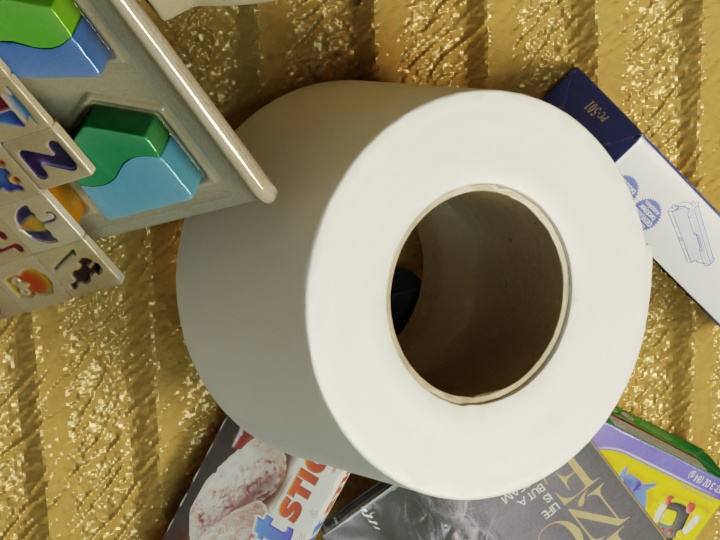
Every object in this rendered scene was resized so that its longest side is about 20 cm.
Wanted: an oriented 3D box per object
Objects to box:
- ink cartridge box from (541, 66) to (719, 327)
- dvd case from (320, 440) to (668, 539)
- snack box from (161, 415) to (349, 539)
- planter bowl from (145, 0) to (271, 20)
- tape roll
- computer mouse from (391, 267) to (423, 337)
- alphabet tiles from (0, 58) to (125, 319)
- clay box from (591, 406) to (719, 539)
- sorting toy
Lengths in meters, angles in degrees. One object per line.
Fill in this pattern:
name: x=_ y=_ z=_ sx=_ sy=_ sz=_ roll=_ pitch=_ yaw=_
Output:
ink cartridge box: x=0.176 y=-0.018 z=1.609 sx=0.044 sy=0.094 sz=0.200 roll=-44 pitch=122 yaw=6
dvd case: x=0.091 y=0.167 z=1.667 sx=0.149 sy=0.016 sz=0.200 roll=-37 pitch=119 yaw=3
snack box: x=-0.063 y=0.140 z=1.623 sx=0.072 sy=0.024 sz=0.200 roll=31 pitch=106 yaw=10
planter bowl: x=-0.074 y=-0.199 z=1.355 sx=0.135 sy=0.200 sz=0.200 roll=-36 pitch=123 yaw=-1
tape roll: x=0.025 y=0.006 z=1.502 sx=0.202 sy=0.139 sz=0.203 roll=-3 pitch=96 yaw=-31
computer mouse: x=0.000 y=0.000 z=1.595 sx=0.059 sy=0.034 sz=0.200 roll=-33 pitch=117 yaw=-18
alphabet tiles: x=-0.208 y=-0.051 z=1.436 sx=0.167 sy=0.008 sz=0.200 roll=-15 pitch=128 yaw=35
clay box: x=0.109 y=0.172 z=1.712 sx=0.115 sy=0.048 sz=0.200 roll=26 pitch=104 yaw=-28
sorting toy: x=-0.162 y=-0.078 z=1.413 sx=0.200 sy=0.037 sz=0.185 roll=-9 pitch=132 yaw=36
